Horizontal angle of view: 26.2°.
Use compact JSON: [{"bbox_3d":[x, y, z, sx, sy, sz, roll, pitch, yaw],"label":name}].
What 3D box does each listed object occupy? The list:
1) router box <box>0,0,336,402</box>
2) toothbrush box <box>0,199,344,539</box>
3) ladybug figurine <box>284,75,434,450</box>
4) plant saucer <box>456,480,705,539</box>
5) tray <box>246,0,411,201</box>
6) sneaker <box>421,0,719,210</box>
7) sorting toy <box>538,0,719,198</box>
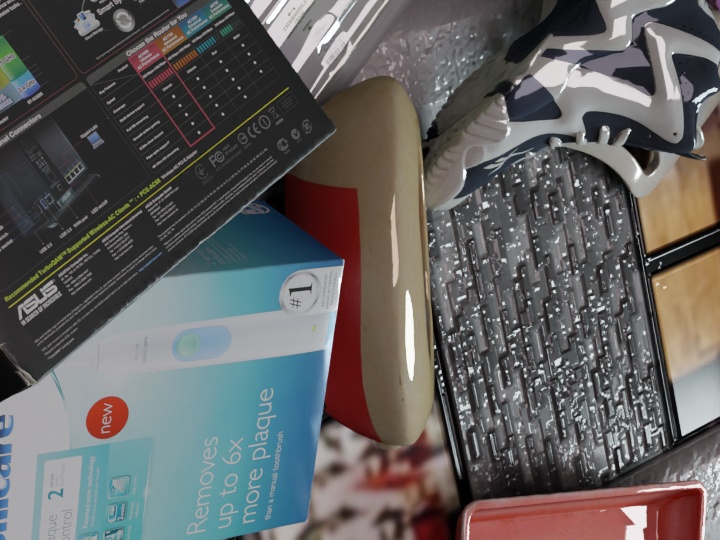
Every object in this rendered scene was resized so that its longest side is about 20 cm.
[{"bbox_3d":[-0.124,-0.061,0.638,0.200,0.062,0.151,-42,102,-37],"label":"router box"},{"bbox_3d":[-0.118,0.054,0.735,0.198,0.085,0.148,-5,114,-33],"label":"toothbrush box"},{"bbox_3d":[0.000,0.000,0.817,0.071,0.136,0.203,-3,102,4],"label":"ladybug figurine"},{"bbox_3d":[0.127,0.233,0.958,0.198,0.037,0.203,0,94,-35],"label":"plant saucer"},{"bbox_3d":[-0.036,-0.132,0.815,0.107,0.022,0.201,40,82,-30],"label":"tray"},{"bbox_3d":[0.132,-0.083,0.877,0.129,0.080,0.200,41,93,-16],"label":"sneaker"},{"bbox_3d":[0.181,-0.143,0.950,0.199,0.107,0.181,24,100,-33],"label":"sorting toy"}]
